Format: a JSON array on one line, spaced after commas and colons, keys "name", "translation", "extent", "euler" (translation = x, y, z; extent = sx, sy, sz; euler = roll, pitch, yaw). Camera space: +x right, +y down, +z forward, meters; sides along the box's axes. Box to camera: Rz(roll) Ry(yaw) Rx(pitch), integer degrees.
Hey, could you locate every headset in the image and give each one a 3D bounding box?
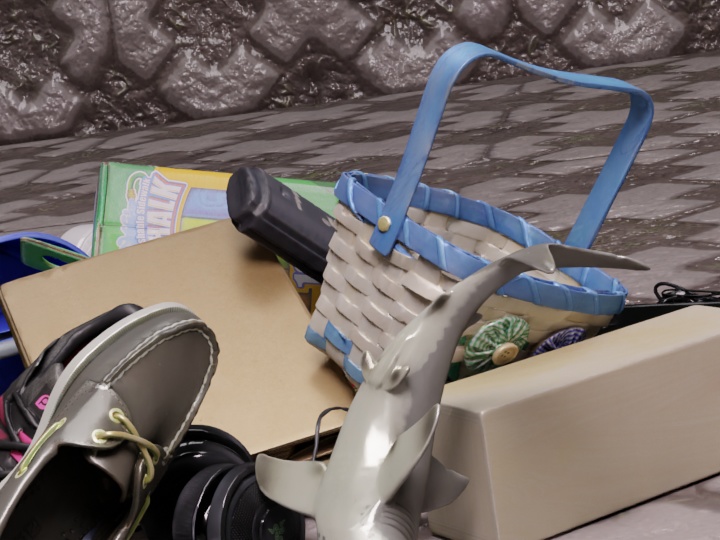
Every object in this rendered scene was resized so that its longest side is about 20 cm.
[{"name": "headset", "translation": [-0.065, 0.132, 0.991], "extent": [0.200, 0.094, 0.123], "euler": [-29, 21, -19]}]

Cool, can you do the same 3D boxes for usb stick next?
[{"name": "usb stick", "translation": [0.000, 0.000, 1.209], "extent": [0.033, 0.200, 0.055], "euler": [-42, 33, 24]}]

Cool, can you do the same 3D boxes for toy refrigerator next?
[{"name": "toy refrigerator", "translation": [0.127, 0.079, 1.039], "extent": [0.200, 0.076, 0.070], "euler": [-16, 13, -31]}]

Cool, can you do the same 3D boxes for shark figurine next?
[{"name": "shark figurine", "translation": [0.038, 0.071, 0.926], "extent": [0.089, 0.215, 0.128], "euler": [33, -8, -39]}]

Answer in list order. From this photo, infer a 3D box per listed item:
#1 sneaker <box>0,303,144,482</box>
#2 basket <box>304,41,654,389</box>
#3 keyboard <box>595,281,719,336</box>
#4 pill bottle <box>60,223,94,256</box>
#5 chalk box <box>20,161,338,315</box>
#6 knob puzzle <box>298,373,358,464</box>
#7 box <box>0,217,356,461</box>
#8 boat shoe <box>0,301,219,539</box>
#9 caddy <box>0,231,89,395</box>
[{"name": "sneaker", "translation": [-0.169, 0.088, 1.001], "extent": [0.200, 0.077, 0.084], "euler": [-56, 1, -32]}, {"name": "basket", "translation": [0.073, -0.021, 1.088], "extent": [0.176, 0.200, 0.139], "euler": [6, 18, -45]}, {"name": "keyboard", "translation": [0.239, 0.048, 1.264], "extent": [0.200, 0.040, 0.104], "euler": [-2, 36, 28]}, {"name": "pill bottle", "translation": [-0.137, 0.009, 1.513], "extent": [0.200, 0.114, 0.114], "euler": [-2, 13, 34]}, {"name": "chalk box", "translation": [-0.119, 0.008, 1.269], "extent": [0.200, 0.124, 0.124], "euler": [4, -14, -8]}, {"name": "knob puzzle", "translation": [-0.021, 0.103, 1.147], "extent": [0.219, 0.030, 0.220], "euler": [-9, 12, 2]}, {"name": "box", "translation": [-0.104, 0.051, 1.124], "extent": [0.163, 0.021, 0.200], "euler": [-17, 41, -14]}, {"name": "boat shoe", "translation": [-0.129, 0.098, 0.933], "extent": [0.202, 0.072, 0.060], "euler": [-51, 28, -21]}, {"name": "caddy", "translation": [-0.256, 0.052, 1.311], "extent": [0.200, 0.141, 0.105], "euler": [-16, 8, -34]}]
